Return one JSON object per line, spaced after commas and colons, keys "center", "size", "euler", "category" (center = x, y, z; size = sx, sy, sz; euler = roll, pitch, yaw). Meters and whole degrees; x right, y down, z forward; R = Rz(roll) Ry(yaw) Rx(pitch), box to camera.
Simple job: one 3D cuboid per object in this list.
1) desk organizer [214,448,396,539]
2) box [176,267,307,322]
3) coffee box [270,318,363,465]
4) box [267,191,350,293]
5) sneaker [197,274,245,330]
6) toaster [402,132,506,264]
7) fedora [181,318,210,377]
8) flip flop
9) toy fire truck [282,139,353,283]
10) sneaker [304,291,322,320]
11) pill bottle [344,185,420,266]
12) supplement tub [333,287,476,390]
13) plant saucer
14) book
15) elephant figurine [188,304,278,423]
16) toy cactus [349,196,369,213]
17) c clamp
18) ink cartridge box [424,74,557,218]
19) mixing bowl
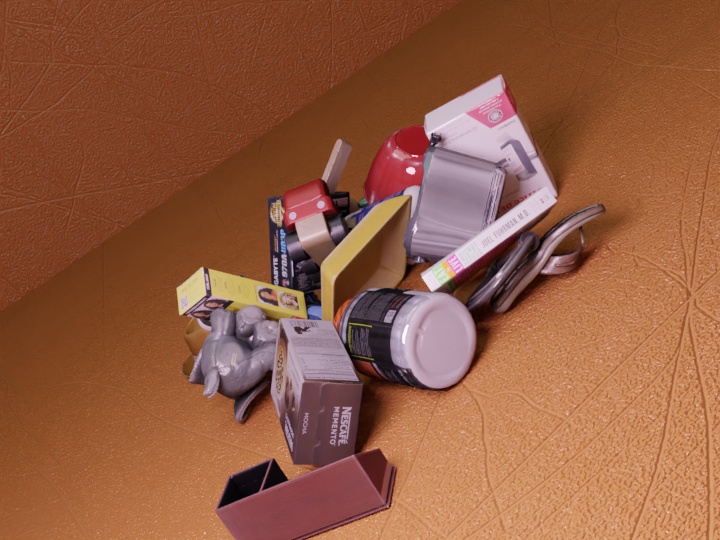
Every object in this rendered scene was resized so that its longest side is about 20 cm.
{"center": [-0.065, 0.255, 1.141], "size": [0.198, 0.078, 0.072], "euler": [-25, 20, 20], "category": "desk organizer"}
{"center": [-0.179, 0.051, 1.508], "size": [0.075, 0.198, 0.051], "euler": [-34, 56, 35], "category": "box"}
{"center": [-0.060, 0.153, 1.274], "size": [0.078, 0.115, 0.200], "euler": [4, 19, -15], "category": "coffee box"}
{"center": [-0.082, -0.049, 1.666], "size": [0.045, 0.162, 0.199], "euler": [2, 8, 29], "category": "box"}
{"center": [-0.181, 0.050, 1.703], "size": [0.196, 0.072, 0.100], "euler": [-8, -29, -19], "category": "sneaker"}
{"center": [0.146, -0.099, 1.490], "size": [0.114, 0.127, 0.204], "euler": [66, -142, -77], "category": "toaster"}
{"center": [-0.255, 0.107, 1.781], "size": [0.198, 0.083, 0.201], "euler": [-28, 20, 11], "category": "fedora"}
{"center": [0.256, -0.011, 1.319], "size": [0.200, 0.057, 0.081], "euler": [-48, -1, 5], "category": "flip flop"}
{"center": [-0.056, -0.108, 1.553], "size": [0.127, 0.203, 0.176], "euler": [-20, -20, 8], "category": "toy fire truck"}
{"center": [-0.085, 0.068, 1.632], "size": [0.078, 0.071, 0.199], "euler": [-47, 24, -25], "category": "sneaker"}
{"center": [0.077, -0.071, 1.635], "size": [0.198, 0.121, 0.120], "euler": [-23, 21, 26], "category": "pill bottle"}
{"center": [0.051, 0.086, 1.298], "size": [0.122, 0.124, 0.199], "euler": [-41, 22, -24], "category": "supplement tub"}
{"center": [0.000, 0.000, 1.488], "size": [0.048, 0.202, 0.200], "euler": [29, 57, 21], "category": "plant saucer"}
{"center": [0.173, -0.035, 1.328], "size": [0.199, 0.048, 0.134], "euler": [-36, -5, 3], "category": "book"}
{"center": [-0.185, 0.157, 1.492], "size": [0.152, 0.143, 0.201], "euler": [-7, -31, -21], "category": "elephant figurine"}
{"center": [-0.003, -0.113, 1.828], "size": [0.198, 0.104, 0.164], "euler": [-28, -26, 28], "category": "toy cactus"}
{"center": [0.192, -0.004, 1.344], "size": [0.171, 0.027, 0.200], "euler": [-47, -2, -12], "category": "c clamp"}
{"center": [0.209, -0.183, 1.576], "size": [0.144, 0.201, 0.085], "euler": [-26, 25, 16], "category": "ink cartridge box"}
{"center": [0.103, -0.185, 1.742], "size": [0.196, 0.110, 0.202], "euler": [0, 40, 0], "category": "mixing bowl"}
